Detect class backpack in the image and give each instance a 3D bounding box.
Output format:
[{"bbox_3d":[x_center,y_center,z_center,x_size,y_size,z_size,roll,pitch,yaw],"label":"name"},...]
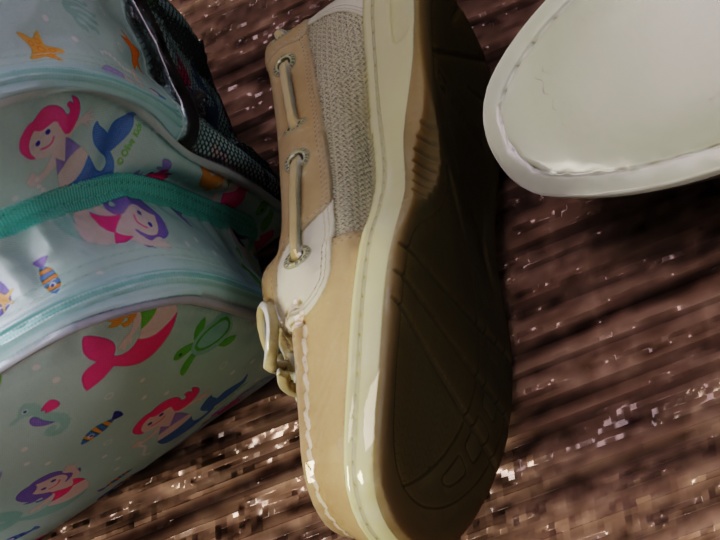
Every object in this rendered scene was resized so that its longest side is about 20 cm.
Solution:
[{"bbox_3d":[-0.120,-0.008,0.752,0.177,0.200,0.151,-34,64,7],"label":"backpack"}]

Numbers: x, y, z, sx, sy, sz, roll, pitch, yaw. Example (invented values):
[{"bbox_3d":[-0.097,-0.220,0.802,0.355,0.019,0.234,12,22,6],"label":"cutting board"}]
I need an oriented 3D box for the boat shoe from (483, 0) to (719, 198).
[{"bbox_3d":[0.128,-0.073,0.724,0.201,0.061,0.072,-28,73,18],"label":"boat shoe"}]

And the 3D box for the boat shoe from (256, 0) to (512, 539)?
[{"bbox_3d":[-0.001,-0.002,0.749,0.063,0.073,0.201,-17,46,20],"label":"boat shoe"}]
